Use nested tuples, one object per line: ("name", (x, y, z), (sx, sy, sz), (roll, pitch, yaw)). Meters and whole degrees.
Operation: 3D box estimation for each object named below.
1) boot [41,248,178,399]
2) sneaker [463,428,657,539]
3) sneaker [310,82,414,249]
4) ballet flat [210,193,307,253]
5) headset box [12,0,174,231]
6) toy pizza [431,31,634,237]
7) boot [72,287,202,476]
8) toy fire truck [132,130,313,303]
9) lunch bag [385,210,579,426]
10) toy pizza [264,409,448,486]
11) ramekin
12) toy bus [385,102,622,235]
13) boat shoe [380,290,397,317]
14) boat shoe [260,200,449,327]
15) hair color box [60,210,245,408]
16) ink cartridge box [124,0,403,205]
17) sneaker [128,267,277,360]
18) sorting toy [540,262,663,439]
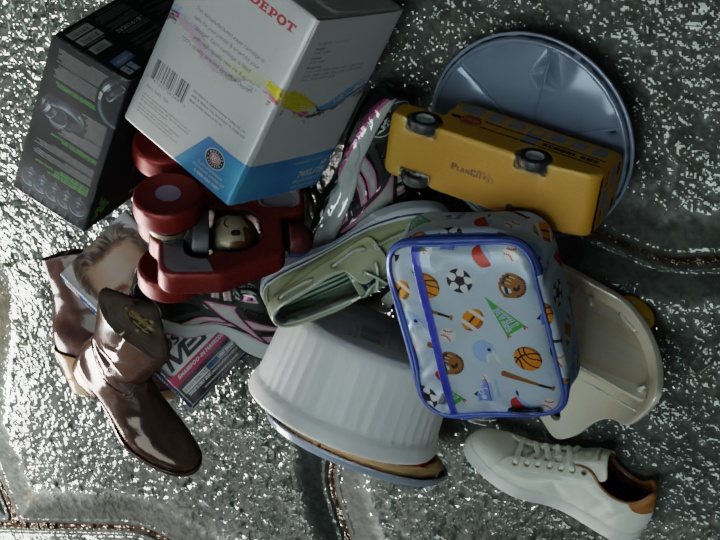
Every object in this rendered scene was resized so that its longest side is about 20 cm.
("boot", (-0.254, 0.056, 1.860), (0.199, 0.072, 0.167), (-2, 107, 18))
("sneaker", (0.205, 0.193, 1.688), (0.199, 0.073, 0.085), (24, 128, 2))
("sneaker", (0.018, -0.089, 1.631), (0.086, 0.081, 0.200), (20, 128, -7))
("ballet flat", (-0.119, -0.038, 1.739), (0.199, 0.076, 0.064), (-9, 122, 42))
("headset box", (-0.242, -0.159, 1.667), (0.093, 0.174, 0.201), (32, 126, 10))
("toy pizza", (0.158, -0.125, 1.547), (0.199, 0.032, 0.201), (14, 121, 24))
("boot", (-0.214, 0.115, 1.728), (0.186, 0.064, 0.200), (41, 147, 2))
("toy fire truck", (-0.132, -0.057, 1.611), (0.167, 0.200, 0.113), (-3, 132, -6))
("lunch bag", (0.107, 0.045, 1.502), (0.159, 0.076, 0.201), (-2, 118, 23))
("toy pizza", (-0.001, 0.165, 1.717), (0.199, 0.200, 0.032), (23, 98, 16))
("ramekin", (-0.002, 0.103, 1.668), (0.200, 0.200, 0.098), (25, 103, 14))
("toy bus", (0.125, -0.096, 1.503), (0.199, 0.078, 0.065), (20, 125, 20))
("boat shoe", (0.087, 0.011, 1.621), (0.060, 0.072, 0.202), (52, 150, 1))
("boat shoe", (0.000, 0.000, 1.601), (0.199, 0.062, 0.072), (-25, 131, 9))
("hair color box", (-0.217, 0.043, 1.807), (0.200, 0.100, 0.061), (44, 170, 0))
("ink cartridge box", (-0.089, -0.191, 1.549), (0.147, 0.146, 0.200), (40, 120, 21))
("sneaker", (-0.139, 0.023, 1.739), (0.199, 0.081, 0.086), (16, 136, -29))
("sorting toy", (0.177, 0.088, 1.631), (0.199, 0.107, 0.180), (29, 138, 1))
